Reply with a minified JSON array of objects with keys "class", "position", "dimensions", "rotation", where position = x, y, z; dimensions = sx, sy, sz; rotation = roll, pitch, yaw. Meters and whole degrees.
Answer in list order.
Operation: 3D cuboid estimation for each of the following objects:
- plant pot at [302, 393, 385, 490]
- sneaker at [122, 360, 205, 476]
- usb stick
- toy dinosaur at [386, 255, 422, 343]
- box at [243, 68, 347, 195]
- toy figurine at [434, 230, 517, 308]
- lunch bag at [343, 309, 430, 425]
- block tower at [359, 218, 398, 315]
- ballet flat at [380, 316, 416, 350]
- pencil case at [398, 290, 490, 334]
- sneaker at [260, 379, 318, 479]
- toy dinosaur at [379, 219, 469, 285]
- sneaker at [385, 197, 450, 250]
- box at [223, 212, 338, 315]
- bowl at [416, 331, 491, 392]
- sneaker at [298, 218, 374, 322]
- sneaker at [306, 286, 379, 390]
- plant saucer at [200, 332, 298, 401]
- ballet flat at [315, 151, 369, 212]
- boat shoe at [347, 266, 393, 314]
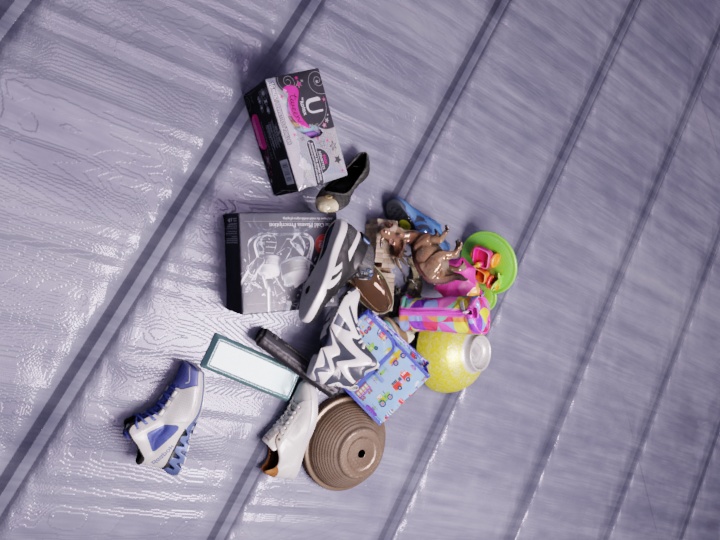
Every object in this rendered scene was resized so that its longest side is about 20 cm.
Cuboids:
[{"class":"plant pot","position":[-0.019,0.368,1.175],"dimensions":[0.199,0.092,0.204],"rotation":[-1,92,-29]},{"class":"sneaker","position":[-0.350,0.259,0.988],"dimensions":[0.114,0.080,0.202],"rotation":[17,86,-31]},{"class":"usb stick","position":[-0.122,0.182,1.108],"dimensions":[0.199,0.056,0.033],"rotation":[38,105,-11]},{"class":"toy dinosaur","position":[0.103,0.067,1.257],"dimensions":[0.087,0.047,0.203],"rotation":[0,96,-36]},{"class":"box","position":[-0.121,-0.257,1.061],"dimensions":[0.114,0.132,0.202],"rotation":[-23,104,-26]},{"class":"toy figurine","position":[0.234,0.028,1.255],"dimensions":[0.183,0.149,0.202],"rotation":[-22,128,-42]},{"class":"lunch bag","position":[0.023,0.189,1.170],"dimensions":[0.200,0.094,0.151],"rotation":[43,100,-3]},{"class":"block tower","position":[0.040,-0.007,1.210],"dimensions":[0.057,0.054,0.203],"rotation":[4,91,-29]},{"class":"ballet flat","position":[0.096,0.181,1.247],"dimensions":[0.072,0.067,0.202],"rotation":[-29,108,-34]},{"class":"pencil case","position":[0.171,0.089,1.159],"dimensions":[0.088,0.198,0.090],"rotation":[7,80,-51]},{"class":"sneaker","position":[-0.143,0.313,1.110],"dimensions":[0.084,0.073,0.202],"rotation":[17,85,-34]},{"class":"toy dinosaur","position":[0.135,-0.024,1.152],"dimensions":[0.135,0.086,0.201],"rotation":[-31,63,-9]},{"class":"sneaker","position":[0.132,-0.098,1.258],"dimensions":[0.200,0.066,0.079],"rotation":[47,58,-23]},{"class":"box","position":[-0.150,-0.018,1.073],"dimensions":[0.198,0.104,0.185],"rotation":[-4,95,-30]},{"class":"bowl","position":[0.230,0.182,1.273],"dimensions":[0.199,0.107,0.203],"rotation":[2,87,-42]},{"class":"sneaker","position":[-0.032,0.017,1.043],"dimensions":[0.111,0.073,0.202],"rotation":[27,78,-28]},{"class":"sneaker","position":[-0.011,0.143,1.105],"dimensions":[0.129,0.079,0.201],"rotation":[28,60,-13]},{"class":"plant saucer","position":[-0.209,0.193,1.101],"dimensions":[0.199,0.019,0.071],"rotation":[30,78,-26]},{"class":"ballet flat","position":[-0.037,-0.176,1.118],"dimensions":[0.201,0.066,0.057],"rotation":[-57,162,-47]},{"class":"boat shoe","position":[-0.005,0.004,1.140],"dimensions":[0.074,0.075,0.203],"rotation":[-37,88,7]}]
